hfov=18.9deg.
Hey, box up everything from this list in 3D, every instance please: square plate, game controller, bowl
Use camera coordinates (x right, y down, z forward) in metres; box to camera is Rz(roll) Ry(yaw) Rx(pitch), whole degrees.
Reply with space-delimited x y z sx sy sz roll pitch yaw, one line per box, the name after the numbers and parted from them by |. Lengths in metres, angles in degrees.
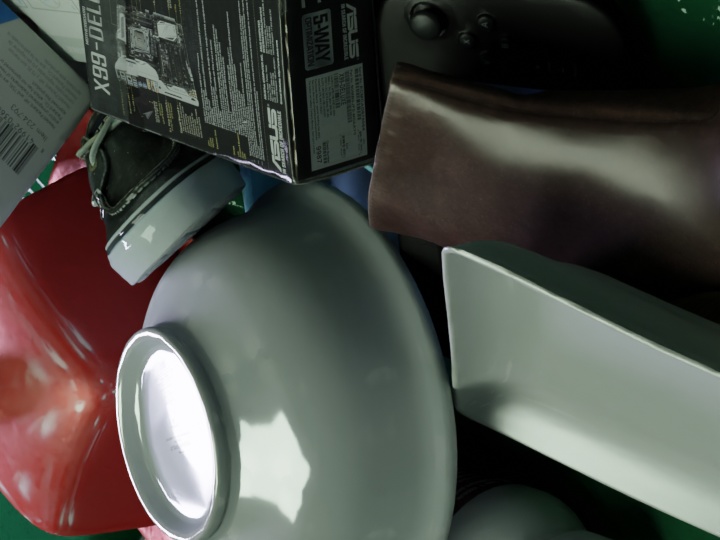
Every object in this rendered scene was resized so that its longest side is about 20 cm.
0.126 0.057 0.833 0.197 0.029 0.200 25 163 12 | square plate
0.063 -0.036 0.885 0.104 0.042 0.201 15 135 24 | game controller
-0.048 0.065 0.965 0.201 0.090 0.203 25 120 52 | bowl

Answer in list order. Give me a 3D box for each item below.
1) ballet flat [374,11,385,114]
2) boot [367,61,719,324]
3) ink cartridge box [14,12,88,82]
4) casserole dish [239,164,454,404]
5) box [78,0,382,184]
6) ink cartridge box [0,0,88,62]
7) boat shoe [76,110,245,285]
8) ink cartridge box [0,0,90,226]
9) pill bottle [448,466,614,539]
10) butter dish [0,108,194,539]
-0.036 -0.104 0.959 0.199 0.046 0.068 31 142 32 | ballet flat
0.088 -0.041 0.784 0.165 0.073 0.200 19 150 3 | boot
-0.192 -0.185 1.063 0.117 0.067 0.201 -3 118 53 | ink cartridge box
0.000 0.000 1.021 0.121 0.039 0.201 30 141 36 | casserole dish
-0.062 -0.150 0.894 0.157 0.050 0.201 21 123 48 | box
-0.192 -0.185 0.982 0.159 0.047 0.200 13 146 40 | ink cartridge box
-0.102 -0.046 1.010 0.071 0.072 0.200 50 180 -10 | boat shoe
-0.226 -0.040 0.980 0.116 0.201 0.067 44 154 -22 | ink cartridge box
0.040 0.151 1.045 0.199 0.113 0.114 10 129 48 | pill bottle
-0.163 0.052 1.143 0.200 0.147 0.201 51 138 26 | butter dish
